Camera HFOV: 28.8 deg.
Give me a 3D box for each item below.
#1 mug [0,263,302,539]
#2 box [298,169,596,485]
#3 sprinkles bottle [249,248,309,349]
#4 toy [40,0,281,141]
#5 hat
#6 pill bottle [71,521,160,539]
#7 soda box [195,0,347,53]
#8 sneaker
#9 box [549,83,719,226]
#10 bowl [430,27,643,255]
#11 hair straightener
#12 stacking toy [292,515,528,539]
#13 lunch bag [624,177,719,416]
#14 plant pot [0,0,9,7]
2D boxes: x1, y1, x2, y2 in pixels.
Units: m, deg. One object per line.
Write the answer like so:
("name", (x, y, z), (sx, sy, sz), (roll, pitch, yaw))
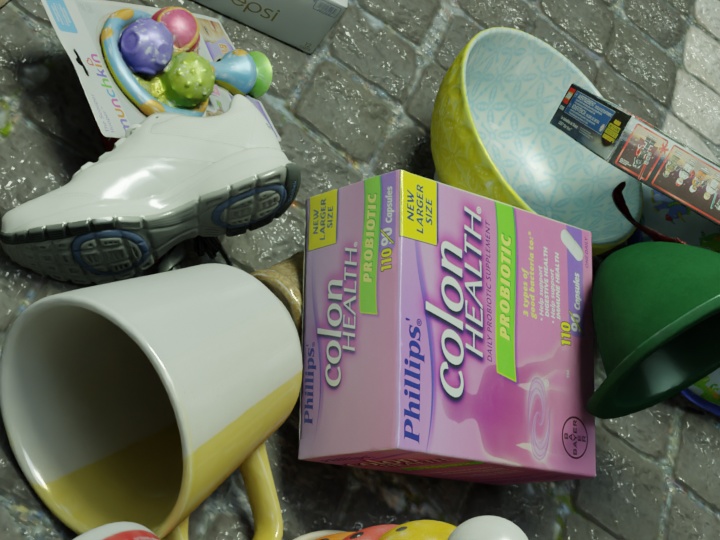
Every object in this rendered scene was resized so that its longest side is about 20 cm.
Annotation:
("mug", (-0.114, 0.083, 0.850), (0.148, 0.189, 0.153), (21, 27, 27))
("box", (0.063, 0.046, 0.950), (0.198, 0.096, 0.179), (14, 71, -40))
("sprinkles bottle", (0.000, 0.000, 1.015), (0.199, 0.068, 0.069), (-27, 78, -44))
("toy", (-0.127, -0.152, 1.001), (0.199, 0.047, 0.116), (-3, 62, -60))
("hat", (0.184, -0.013, 0.964), (0.164, 0.201, 0.177), (-22, 67, -16))
("pill bottle", (-0.091, 0.235, 0.709), (0.113, 0.115, 0.200), (-22, 54, -43))
("soda box", (-0.107, -0.253, 1.119), (0.198, 0.064, 0.069), (22, 49, -23))
("sneaker", (-0.142, -0.054, 0.921), (0.198, 0.075, 0.088), (-17, 62, -15))
("box", (0.250, -0.068, 1.053), (0.198, 0.040, 0.137), (27, 11, -17))
("bowl", (0.121, -0.082, 1.127), (0.199, 0.107, 0.202), (25, 47, -30))
("hair straightener", (-0.127, -0.059, 0.980), (0.076, 0.041, 0.202), (-6, 58, -39))
("stacking toy", (0.035, 0.190, 0.813), (0.145, 0.200, 0.148), (19, 50, -24))
("lunch bag", (0.295, 0.017, 1.178), (0.199, 0.127, 0.172), (25, 47, -33))
("plant pot", (-0.305, -0.218, 0.881), (0.174, 0.199, 0.201), (51, 42, -17))
